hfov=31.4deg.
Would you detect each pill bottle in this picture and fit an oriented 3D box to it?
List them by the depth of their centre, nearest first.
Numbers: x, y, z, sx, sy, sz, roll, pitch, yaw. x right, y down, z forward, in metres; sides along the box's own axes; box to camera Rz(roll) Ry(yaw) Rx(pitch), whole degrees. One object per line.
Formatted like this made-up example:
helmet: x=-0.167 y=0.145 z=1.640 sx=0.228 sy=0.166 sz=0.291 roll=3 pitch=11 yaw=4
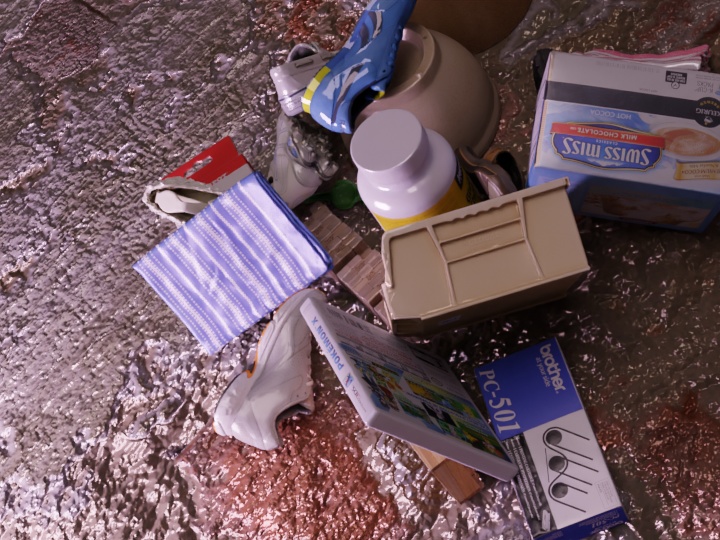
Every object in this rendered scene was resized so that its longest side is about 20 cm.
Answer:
pill bottle: x=0.063 y=-0.087 z=1.406 sx=0.112 sy=0.200 sz=0.112 roll=-12 pitch=57 yaw=18

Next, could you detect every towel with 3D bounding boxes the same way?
towel: x=0.305 y=-0.231 z=1.399 sx=0.146 sy=0.200 sz=0.030 roll=4 pitch=101 yaw=18
towel: x=-0.145 y=-0.006 z=1.465 sx=0.200 sy=0.145 sz=0.024 roll=-36 pitch=12 yaw=20

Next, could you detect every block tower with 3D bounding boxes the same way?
block tower: x=0.000 y=0.000 z=1.474 sx=0.058 sy=0.054 sz=0.200 roll=-43 pitch=52 yaw=-5

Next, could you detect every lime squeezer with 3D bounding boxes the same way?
lime squeezer: x=-0.022 y=-0.088 z=1.536 sx=0.071 sy=0.038 sz=0.200 roll=-25 pitch=12 yaw=-30

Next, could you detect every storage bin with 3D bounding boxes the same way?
storage bin: x=0.117 y=-0.003 z=1.297 sx=0.198 sy=0.200 sz=0.094 roll=-16 pitch=82 yaw=-1

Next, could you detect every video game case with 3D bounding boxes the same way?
video game case: x=0.047 y=0.116 z=1.253 sx=0.022 sy=0.200 sz=0.182 roll=-51 pitch=39 yaw=15

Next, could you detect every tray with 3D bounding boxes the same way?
tray: x=0.048 y=0.145 z=1.333 sx=0.037 sy=0.099 sz=0.200 roll=-39 pitch=52 yaw=-2

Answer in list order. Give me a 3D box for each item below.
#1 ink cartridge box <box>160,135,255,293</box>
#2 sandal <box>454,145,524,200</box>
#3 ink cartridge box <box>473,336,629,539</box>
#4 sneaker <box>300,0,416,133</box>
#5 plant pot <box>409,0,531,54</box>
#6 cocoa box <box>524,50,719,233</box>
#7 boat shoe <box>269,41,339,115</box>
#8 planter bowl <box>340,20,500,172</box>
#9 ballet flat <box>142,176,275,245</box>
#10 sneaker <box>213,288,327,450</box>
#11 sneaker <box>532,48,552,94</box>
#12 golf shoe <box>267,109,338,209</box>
ink cartridge box: x=-0.160 y=-0.059 z=1.575 sx=0.116 sy=0.067 sz=0.200 roll=-33 pitch=53 yaw=4
sandal: x=0.151 y=-0.107 z=1.410 sx=0.055 sy=0.082 sz=0.200 roll=-35 pitch=9 yaw=2
ink cartridge box: x=0.189 y=0.173 z=1.285 sx=0.094 sy=0.044 sz=0.200 roll=-22 pitch=53 yaw=9
sneaker: x=0.019 y=-0.239 z=1.443 sx=0.078 sy=0.066 sz=0.200 roll=31 pitch=79 yaw=22
plant pot: x=0.098 y=-0.396 z=1.583 sx=0.186 sy=0.200 sz=0.187 roll=-11 pitch=58 yaw=18
cocoa box: x=0.278 y=-0.130 z=1.326 sx=0.200 sy=0.133 sz=0.131 roll=9 pitch=75 yaw=5
boat shoe: x=-0.057 y=-0.253 z=1.585 sx=0.074 sy=0.067 sz=0.200 roll=-23 pitch=15 yaw=19
planter bowl: x=0.054 y=-0.213 z=1.530 sx=0.200 sy=0.135 sz=0.200 roll=-11 pitch=57 yaw=18
ballet flat: x=-0.179 y=-0.066 z=1.502 sx=0.200 sy=0.072 sz=0.072 roll=16 pitch=68 yaw=34
sneaker: x=-0.078 y=0.115 z=1.439 sx=0.092 sy=0.076 sz=0.200 roll=26 pitch=71 yaw=14
sneaker: x=0.259 y=-0.179 z=1.464 sx=0.079 sy=0.075 sz=0.200 roll=-23 pitch=62 yaw=-1
golf shoe: x=-0.086 y=-0.135 z=1.557 sx=0.097 sy=0.078 sz=0.200 roll=-51 pitch=16 yaw=15
